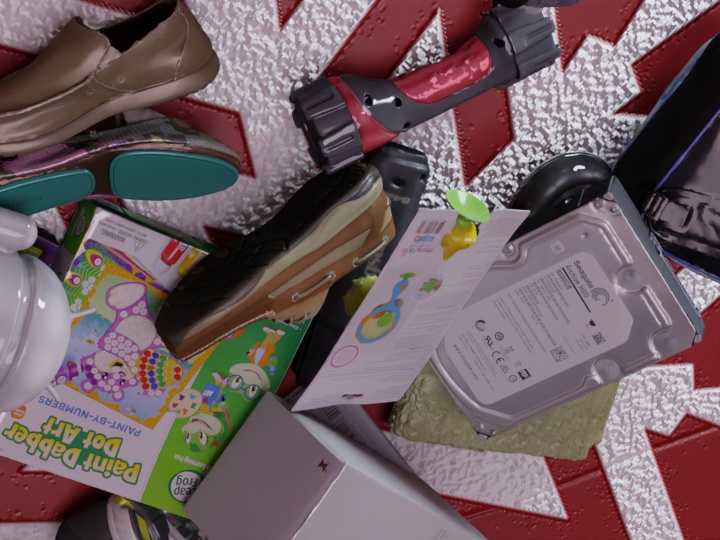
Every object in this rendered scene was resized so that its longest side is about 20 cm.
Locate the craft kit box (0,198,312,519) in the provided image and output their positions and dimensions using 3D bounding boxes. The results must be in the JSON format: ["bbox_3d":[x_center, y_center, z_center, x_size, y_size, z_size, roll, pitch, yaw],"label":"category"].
[{"bbox_3d":[-0.157,0.069,1.492,0.199,0.049,0.198,22,100,-28],"label":"craft kit box"}]

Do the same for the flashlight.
[{"bbox_3d":[0.048,-0.142,1.470,0.199,0.068,0.068,-28,88,-9],"label":"flashlight"}]

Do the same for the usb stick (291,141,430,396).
[{"bbox_3d":[0.000,0.000,1.527,0.055,0.033,0.201,16,103,-12],"label":"usb stick"}]

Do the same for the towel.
[{"bbox_3d":[0.125,0.081,1.625,0.199,0.037,0.149,5,113,-24],"label":"towel"}]

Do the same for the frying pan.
[{"bbox_3d":[0.132,-0.044,1.556,0.189,0.031,0.115,12,106,-38],"label":"frying pan"}]

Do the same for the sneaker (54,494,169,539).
[{"bbox_3d":[-0.174,0.268,1.555,0.084,0.074,0.201,-16,91,21],"label":"sneaker"}]

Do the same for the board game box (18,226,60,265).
[{"bbox_3d":[-0.325,-0.014,1.408,0.199,0.032,0.120,28,98,-29],"label":"board game box"}]

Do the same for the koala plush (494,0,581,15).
[{"bbox_3d":[0.098,-0.252,1.364,0.199,0.177,0.185,31,59,-23],"label":"koala plush"}]

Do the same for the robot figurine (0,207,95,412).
[{"bbox_3d":[-0.282,0.030,1.364,0.199,0.113,0.170,19,109,-26],"label":"robot figurine"}]

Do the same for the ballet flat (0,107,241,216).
[{"bbox_3d":[-0.185,-0.081,1.405,0.199,0.071,0.069,-10,148,-14],"label":"ballet flat"}]

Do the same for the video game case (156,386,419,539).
[{"bbox_3d":[-0.044,0.198,1.625,0.182,0.023,0.200,-38,123,-1],"label":"video game case"}]

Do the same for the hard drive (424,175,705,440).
[{"bbox_3d":[0.139,0.032,1.511,0.199,0.038,0.140,-26,107,24],"label":"hard drive"}]

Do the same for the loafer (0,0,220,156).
[{"bbox_3d":[-0.196,-0.136,1.376,0.199,0.076,0.068,-22,119,-19],"label":"loafer"}]

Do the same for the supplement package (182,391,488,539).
[{"bbox_3d":[-0.013,0.198,1.530,0.200,0.117,0.117,35,93,-43],"label":"supplement package"}]

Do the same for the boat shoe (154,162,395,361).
[{"bbox_3d":[-0.053,0.005,1.452,0.200,0.076,0.074,-37,119,-12],"label":"boat shoe"}]

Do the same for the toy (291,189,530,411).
[{"bbox_3d":[0.028,0.018,1.472,0.115,0.047,0.200,-1,138,-44],"label":"toy"}]

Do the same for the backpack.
[{"bbox_3d":[0.314,-0.077,1.551,0.199,0.147,0.183,30,106,-20],"label":"backpack"}]
